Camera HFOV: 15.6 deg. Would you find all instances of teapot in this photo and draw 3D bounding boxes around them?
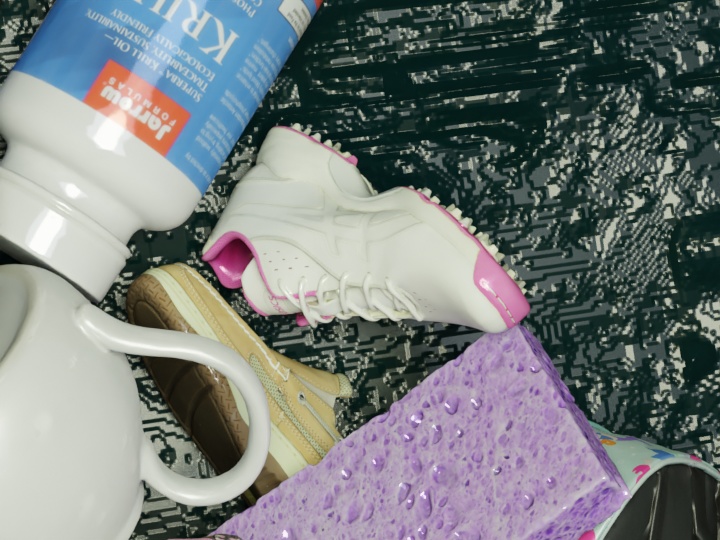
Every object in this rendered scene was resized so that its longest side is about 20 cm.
[{"bbox_3d":[-0.169,0.102,1.226,0.198,0.200,0.146,-50,117,-26],"label":"teapot"}]

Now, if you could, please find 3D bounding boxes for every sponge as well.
[{"bbox_3d":[0.019,0.119,1.218,0.200,0.112,0.030,-37,137,10],"label":"sponge"}]

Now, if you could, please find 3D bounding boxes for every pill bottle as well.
[{"bbox_3d":[-0.107,-0.089,1.274,0.112,0.112,0.201,31,82,-8],"label":"pill bottle"}]

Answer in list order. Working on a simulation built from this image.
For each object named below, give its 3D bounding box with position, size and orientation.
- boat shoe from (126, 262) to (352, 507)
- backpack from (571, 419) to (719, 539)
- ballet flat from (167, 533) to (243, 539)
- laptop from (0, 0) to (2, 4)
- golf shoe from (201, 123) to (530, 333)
[{"bbox_3d":[-0.039,0.073,1.310,0.076,0.072,0.200,-37,105,-23],"label":"boat shoe"},{"bbox_3d":[0.099,0.172,1.267,0.177,0.150,0.201,30,84,-52],"label":"backpack"},{"bbox_3d":[-0.115,0.188,1.235,0.071,0.200,0.069,14,42,-22],"label":"ballet flat"},{"bbox_3d":[-0.266,-0.105,1.243,0.176,0.103,0.201,16,55,-9],"label":"laptop"},{"bbox_3d":[0.000,0.000,1.260,0.092,0.200,0.075,-48,129,-12],"label":"golf shoe"}]
